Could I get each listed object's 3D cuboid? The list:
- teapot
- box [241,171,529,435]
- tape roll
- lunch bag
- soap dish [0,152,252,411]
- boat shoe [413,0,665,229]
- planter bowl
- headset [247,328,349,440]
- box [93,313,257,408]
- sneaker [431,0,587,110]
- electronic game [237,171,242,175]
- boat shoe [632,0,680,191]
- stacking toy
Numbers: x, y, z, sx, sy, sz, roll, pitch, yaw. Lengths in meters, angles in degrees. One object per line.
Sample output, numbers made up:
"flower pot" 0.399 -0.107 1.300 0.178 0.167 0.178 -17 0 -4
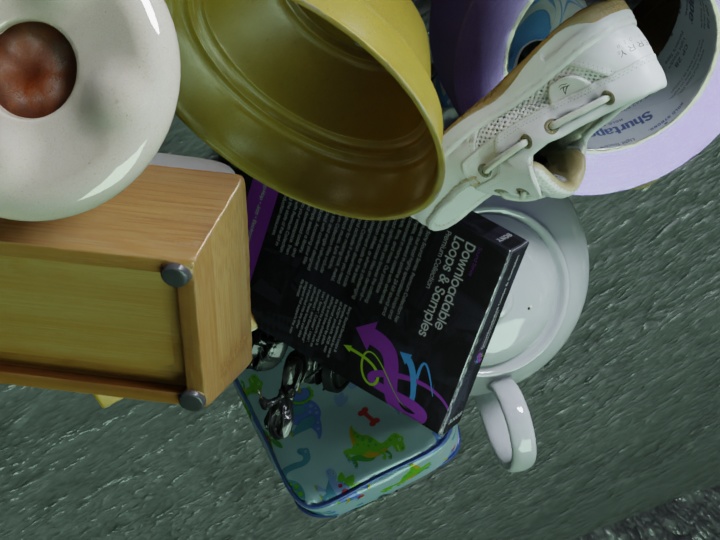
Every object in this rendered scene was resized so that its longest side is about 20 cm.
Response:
"teapot" 0.078 0.010 1.235 0.198 0.200 0.146 -57 -163 7
"box" 0.000 0.000 1.176 0.036 0.200 0.143 -25 140 -56
"tape roll" 0.146 -0.148 1.098 0.200 0.066 0.200 -7 125 -10
"lunch bag" -0.015 0.092 1.458 0.161 0.200 0.082 -28 162 -1
"soap dish" -0.165 0.004 1.026 0.200 0.081 0.157 6 137 4
"boat shoe" 0.096 -0.069 1.011 0.071 0.069 0.200 -25 166 -42
"planter bowl" -0.024 -0.123 0.993 0.084 0.200 0.200 -58 175 -26
"headset" -0.056 0.063 1.321 0.123 0.094 0.200 13 -175 -8
"box" -0.160 -0.011 1.131 0.119 0.041 0.200 -27 128 0
"sneaker" 0.100 -0.131 1.232 0.072 0.073 0.200 -20 161 -27
"electronic game" -0.037 -0.047 1.311 0.200 0.042 0.200 -25 162 -9
"boat shoe" 0.215 -0.122 1.245 0.073 0.063 0.200 -19 -145 39
"stacking toy" -0.151 -0.102 0.937 0.146 0.146 0.200 -30 180 7
